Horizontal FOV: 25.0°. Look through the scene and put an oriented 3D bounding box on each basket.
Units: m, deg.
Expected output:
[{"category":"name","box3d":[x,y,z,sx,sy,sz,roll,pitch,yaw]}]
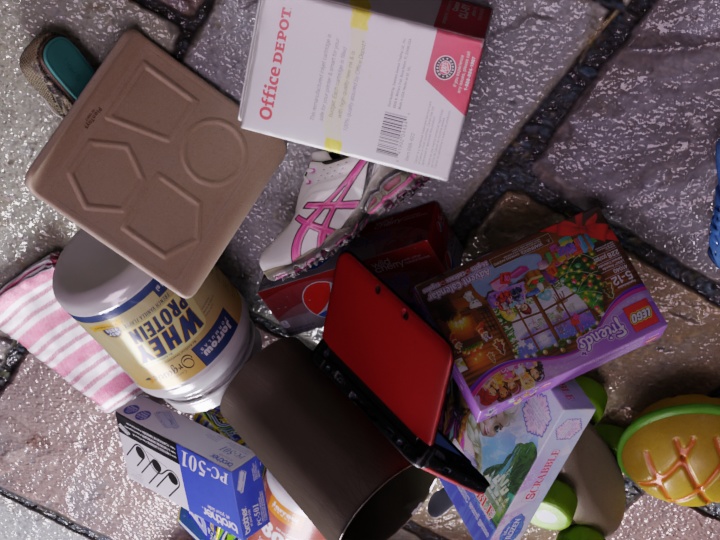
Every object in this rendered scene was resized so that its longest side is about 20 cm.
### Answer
[{"category":"basket","box3d":[-0.037,0.174,1.650,0.200,0.136,0.180,44,178,21]}]

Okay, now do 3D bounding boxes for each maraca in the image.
[{"category":"maraca","box3d":[0.364,0.187,1.675,0.199,0.107,0.137,3,136,0]}]

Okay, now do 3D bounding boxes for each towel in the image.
[{"category":"towel","box3d":[-0.307,0.074,1.800,0.146,0.030,0.200,-32,116,35]}]

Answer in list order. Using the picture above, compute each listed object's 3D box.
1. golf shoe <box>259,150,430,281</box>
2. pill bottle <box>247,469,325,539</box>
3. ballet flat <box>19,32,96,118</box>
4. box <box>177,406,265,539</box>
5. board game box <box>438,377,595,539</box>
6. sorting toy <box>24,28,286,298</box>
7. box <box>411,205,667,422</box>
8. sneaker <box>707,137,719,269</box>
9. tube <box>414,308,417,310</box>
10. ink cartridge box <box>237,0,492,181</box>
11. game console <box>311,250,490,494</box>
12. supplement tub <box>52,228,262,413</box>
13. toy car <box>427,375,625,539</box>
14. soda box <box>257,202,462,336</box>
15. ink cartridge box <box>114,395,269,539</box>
[{"category":"golf shoe","box3d":[-0.027,-0.069,1.573,0.200,0.073,0.092,-38,88,17]},{"category":"pill bottle","box3d":[-0.059,0.258,1.837,0.112,0.112,0.200,17,131,0]},{"category":"ballet flat","box3d":[-0.257,-0.146,1.588,0.200,0.068,0.075,49,146,-19]},{"category":"box","box3d":[-0.155,0.232,1.856,0.070,0.064,0.200,39,137,26]},{"category":"board game box","box3d":[0.132,0.142,1.622,0.041,0.200,0.200,2,127,-31]},{"category":"sorting toy","box3d":[-0.193,-0.101,1.549,0.200,0.185,0.036,37,167,-19]},{"category":"box","box3d":[0.167,0.039,1.522,0.200,0.137,0.039,-24,161,-11]},{"category":"sneaker","box3d":[0.351,-0.040,1.513,0.078,0.066,0.200,-10,127,26]},{"category":"tube","box3d":[0.072,0.064,1.635,0.200,0.050,0.078,-17,104,53]},{"category":"ink cartridge box","box3d":[0.004,-0.183,1.458,0.199,0.083,0.146,15,123,2]},{"category":"game console","box3d":[0.052,0.099,1.568,0.172,0.200,0.119,30,99,-44]},{"category":"supplement tub","box3d":[-0.203,0.039,1.660,0.144,0.145,0.200,-17,132,26]},{"category":"toy car","box3d":[0.168,0.220,1.723,0.199,0.165,0.158,-8,132,34]},{"category":"soda box","box3d":[0.000,0.000,1.637,0.199,0.064,0.070,-17,124,25]},{"category":"ink cartridge box","box3d":[-0.187,0.215,1.793,0.200,0.044,0.094,20,128,40]}]
